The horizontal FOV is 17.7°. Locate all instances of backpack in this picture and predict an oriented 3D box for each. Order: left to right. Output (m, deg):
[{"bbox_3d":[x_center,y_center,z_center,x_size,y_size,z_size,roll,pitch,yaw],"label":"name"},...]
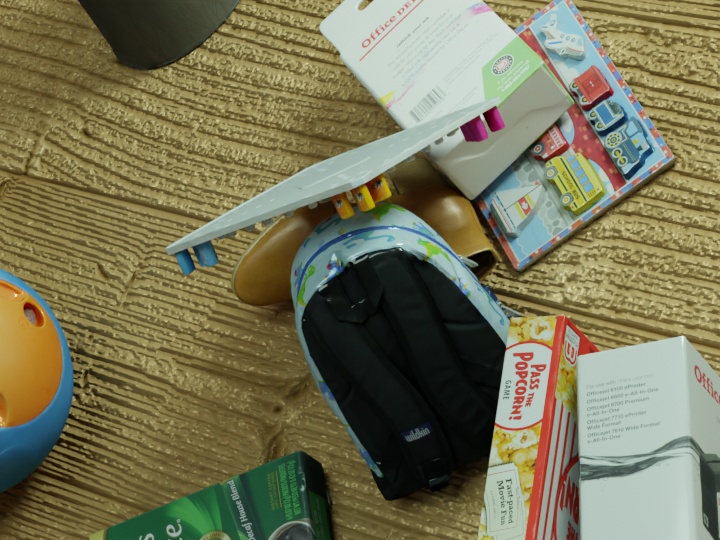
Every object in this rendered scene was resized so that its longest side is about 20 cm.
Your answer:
[{"bbox_3d":[0.029,0.046,1.692,0.163,0.200,0.154,-30,42,15],"label":"backpack"}]

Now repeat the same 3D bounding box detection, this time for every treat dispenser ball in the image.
[{"bbox_3d":[-0.335,0.090,1.893,0.200,0.201,0.202,-15,58,24],"label":"treat dispenser ball"}]

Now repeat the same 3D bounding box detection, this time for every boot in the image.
[{"bbox_3d":[0.001,0.000,1.810,0.201,0.071,0.144,-31,42,3],"label":"boot"}]

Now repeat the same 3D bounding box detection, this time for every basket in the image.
[{"bbox_3d":[-0.205,-0.301,2.027,0.180,0.200,0.136,-49,51,-2],"label":"basket"}]

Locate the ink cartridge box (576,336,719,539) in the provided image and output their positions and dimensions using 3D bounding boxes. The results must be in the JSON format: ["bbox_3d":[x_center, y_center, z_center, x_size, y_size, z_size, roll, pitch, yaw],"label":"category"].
[{"bbox_3d":[0.209,0.166,1.550,0.083,0.145,0.201,-13,59,25],"label":"ink cartridge box"}]

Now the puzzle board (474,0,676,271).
[{"bbox_3d":[0.143,-0.113,1.828,0.151,0.017,0.200,-35,51,10],"label":"puzzle board"}]

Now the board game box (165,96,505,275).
[{"bbox_3d":[-0.016,-0.062,1.711,0.200,0.200,0.026,-19,99,40],"label":"board game box"}]

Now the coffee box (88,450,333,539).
[{"bbox_3d":[-0.114,0.230,1.779,0.199,0.044,0.123,-22,56,20],"label":"coffee box"}]

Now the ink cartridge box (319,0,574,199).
[{"bbox_3d":[0.065,-0.165,1.851,0.117,0.067,0.200,-43,50,4],"label":"ink cartridge box"}]

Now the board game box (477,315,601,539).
[{"bbox_3d":[0.139,0.153,1.597,0.046,0.151,0.201,-4,64,30],"label":"board game box"}]
